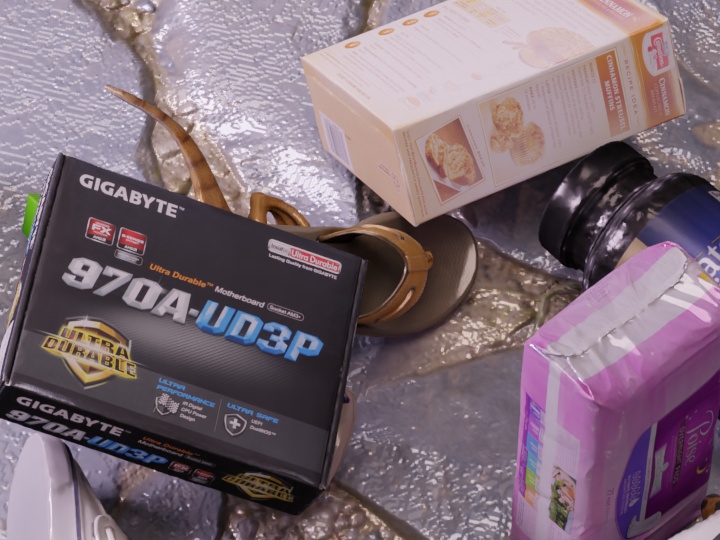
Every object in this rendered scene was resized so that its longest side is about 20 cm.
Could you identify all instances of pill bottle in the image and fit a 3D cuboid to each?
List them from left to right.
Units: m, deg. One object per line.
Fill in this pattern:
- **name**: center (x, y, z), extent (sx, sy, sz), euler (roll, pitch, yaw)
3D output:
- **pill bottle**: center (0.210, 0.011, 1.788), extent (0.112, 0.112, 0.200), euler (-38, 63, -24)

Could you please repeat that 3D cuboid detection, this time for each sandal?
- **sandal**: center (0.000, 0.000, 1.787), extent (0.199, 0.054, 0.081), euler (0, 82, -38)

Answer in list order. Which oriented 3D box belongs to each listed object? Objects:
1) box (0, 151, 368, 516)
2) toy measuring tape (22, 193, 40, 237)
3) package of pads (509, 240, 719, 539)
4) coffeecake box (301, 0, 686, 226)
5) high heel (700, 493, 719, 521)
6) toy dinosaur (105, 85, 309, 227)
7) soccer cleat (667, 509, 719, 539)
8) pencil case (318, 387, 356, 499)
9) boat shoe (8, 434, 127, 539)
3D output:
- **box**: center (-0.104, 0.037, 1.669), extent (0.199, 0.046, 0.160), euler (20, 57, -14)
- **toy measuring tape**: center (-0.158, -0.014, 1.799), extent (0.073, 0.074, 0.200), euler (-22, 22, -15)
- **package of pads**: center (0.152, 0.088, 1.680), extent (0.120, 0.201, 0.076), euler (-32, 56, -25)
- **coffeecake box**: center (0.085, -0.120, 1.867), extent (0.199, 0.073, 0.153), euler (-23, 28, -15)
- **high heel**: center (0.234, 0.228, 1.660), extent (0.142, 0.072, 0.200), euler (-35, 67, -24)
- **toy dinosaur**: center (-0.086, -0.025, 1.790), extent (0.060, 0.106, 0.201), euler (-11, 90, 36)
- **soccer cleat**: center (0.222, 0.157, 1.645), extent (0.199, 0.069, 0.086), euler (-19, 49, 25)
- **pencil case**: center (-0.101, 0.079, 1.724), extent (0.199, 0.078, 0.090), euler (19, 62, -15)
- **boat shoe**: center (-0.158, 0.181, 1.689), extent (0.065, 0.072, 0.200), euler (9, 37, -29)
